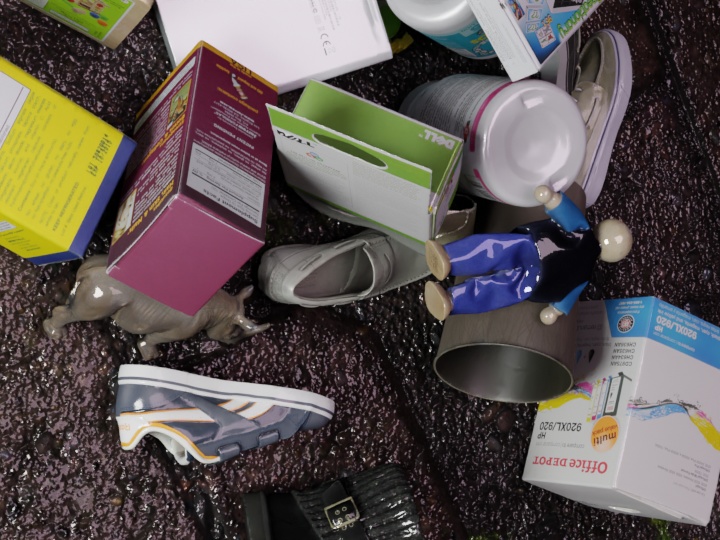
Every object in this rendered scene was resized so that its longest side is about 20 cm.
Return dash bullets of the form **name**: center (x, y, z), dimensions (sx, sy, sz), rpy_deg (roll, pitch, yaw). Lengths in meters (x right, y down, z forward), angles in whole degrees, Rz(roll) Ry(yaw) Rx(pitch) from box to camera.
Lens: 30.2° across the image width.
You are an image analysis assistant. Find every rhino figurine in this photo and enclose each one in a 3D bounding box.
- **rhino figurine**: center (-0.163, 0.034, 1.142), dimensions (0.199, 0.087, 0.060), rpy_deg (13, 48, -32)

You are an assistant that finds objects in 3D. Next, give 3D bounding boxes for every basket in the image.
- **basket**: center (0.156, 0.011, 1.326), dimensions (0.135, 0.180, 0.201), rpy_deg (12, 69, 0)

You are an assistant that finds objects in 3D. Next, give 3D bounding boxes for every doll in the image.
- **doll**: center (0.157, -0.013, 1.193), dimensions (0.199, 0.048, 0.137), rpy_deg (-11, 116, -19)

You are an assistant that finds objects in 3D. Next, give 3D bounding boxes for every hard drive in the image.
- **hard drive**: center (-0.081, -0.229, 1.222), dimensions (0.199, 0.026, 0.133), rpy_deg (-20, 98, -15)

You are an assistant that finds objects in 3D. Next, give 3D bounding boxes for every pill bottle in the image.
- **pill bottle**: center (0.105, -0.269, 1.294), dimensions (0.200, 0.110, 0.112), rpy_deg (5, 83, -66)
- **pill bottle**: center (0.116, -0.128, 1.263), dimensions (0.113, 0.200, 0.114), rpy_deg (-5, 102, -23)

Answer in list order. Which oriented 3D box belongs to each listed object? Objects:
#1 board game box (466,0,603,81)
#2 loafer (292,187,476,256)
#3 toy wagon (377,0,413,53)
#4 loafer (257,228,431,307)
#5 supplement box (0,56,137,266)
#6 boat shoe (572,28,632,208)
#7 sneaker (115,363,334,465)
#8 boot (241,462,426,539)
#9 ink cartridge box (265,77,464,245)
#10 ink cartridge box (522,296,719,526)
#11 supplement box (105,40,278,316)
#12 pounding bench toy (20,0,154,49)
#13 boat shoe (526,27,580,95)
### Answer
- **board game box**: center (0.161, -0.273, 1.207), dimensions (0.127, 0.034, 0.200), rpy_deg (58, 46, -16)
- **loafer**: center (0.023, -0.078, 1.252), dimensions (0.199, 0.070, 0.075), rpy_deg (23, 34, -8)
- **toy wagon**: center (-0.013, -0.301, 1.297), dimensions (0.155, 0.039, 0.201), rpy_deg (-34, 105, -29)
- **loafer**: center (0.000, 0.000, 1.260), dimensions (0.199, 0.070, 0.070), rpy_deg (-13, 116, -30)
- **supplement box**: center (-0.300, -0.100, 1.057), dimensions (0.199, 0.109, 0.109), rpy_deg (33, 70, -27)
- **boat shoe**: center (0.241, -0.168, 1.432), dimensions (0.062, 0.072, 0.201), rpy_deg (17, 81, -33)
- **sneaker**: center (-0.121, 0.135, 1.177), dimensions (0.199, 0.078, 0.080), rpy_deg (10, 77, -21)
- **boot**: center (-0.014, 0.261, 1.155), dimensions (0.157, 0.080, 0.212), rpy_deg (-6, 46, -9)
- **ink cartridge box**: center (0.009, -0.105, 1.116), dimensions (0.147, 0.200, 0.076), rpy_deg (23, 77, 8)
- **ink cartridge box**: center (0.285, 0.147, 1.394), dimensions (0.144, 0.147, 0.201), rpy_deg (23, 74, -29)
- **supplement box**: center (-0.136, -0.079, 1.107), dimensions (0.085, 0.110, 0.201), rpy_deg (29, 39, -26)
- **pounding bench toy**: center (-0.246, -0.311, 1.094), dimensions (0.199, 0.124, 0.157), rpy_deg (26, 73, -19)
- **boat shoe**: center (0.192, -0.197, 1.345), dimensions (0.070, 0.200, 0.064), rpy_deg (33, 66, 18)
